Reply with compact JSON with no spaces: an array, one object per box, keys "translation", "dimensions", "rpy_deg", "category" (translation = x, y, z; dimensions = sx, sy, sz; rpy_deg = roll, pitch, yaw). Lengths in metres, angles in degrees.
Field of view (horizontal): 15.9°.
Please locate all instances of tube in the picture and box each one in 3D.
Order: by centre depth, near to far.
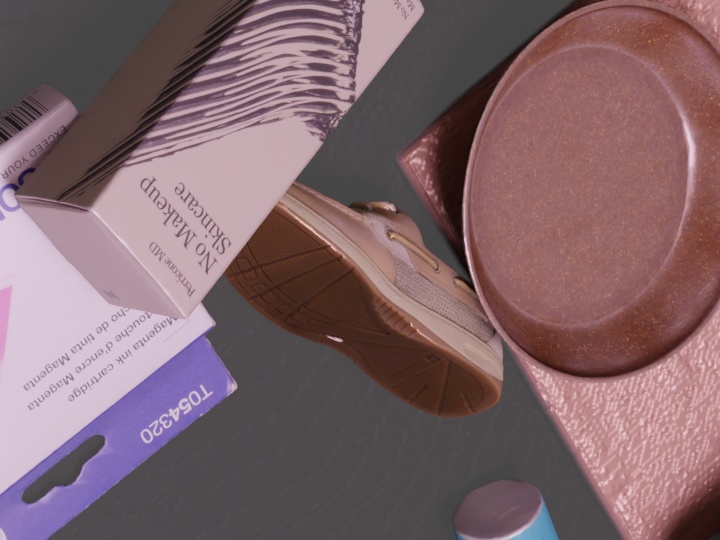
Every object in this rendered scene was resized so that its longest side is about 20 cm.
[{"translation":[0.101,0.206,1.424],"dimensions":[0.077,0.050,0.200],"rpy_deg":[-27,123,-10],"category":"tube"}]

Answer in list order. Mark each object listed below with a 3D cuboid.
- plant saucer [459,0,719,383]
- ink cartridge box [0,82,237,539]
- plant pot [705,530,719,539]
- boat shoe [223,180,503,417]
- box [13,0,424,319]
[{"translation":[0.124,-0.043,1.341],"dimensions":[0.200,0.037,0.201],"rpy_deg":[-7,103,-33],"category":"plant saucer"},{"translation":[-0.171,0.048,1.219],"dimensions":[0.196,0.043,0.200],"rpy_deg":[-39,119,-13],"category":"ink cartridge box"},{"translation":[0.251,0.207,1.436],"dimensions":[0.134,0.200,0.201],"rpy_deg":[7,106,5],"category":"plant pot"},{"translation":[0.000,0.000,1.289],"dimensions":[0.200,0.072,0.065],"rpy_deg":[36,48,-32],"category":"boat shoe"},{"translation":[-0.063,-0.079,1.193],"dimensions":[0.082,0.068,0.200],"rpy_deg":[49,65,-33],"category":"box"}]
